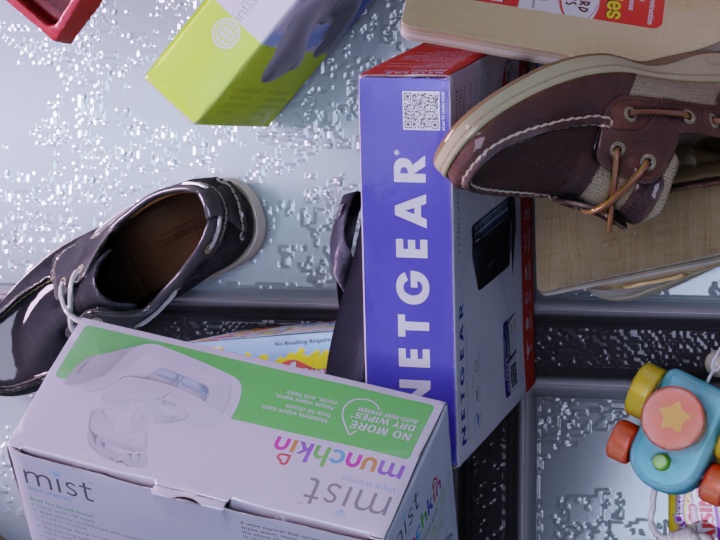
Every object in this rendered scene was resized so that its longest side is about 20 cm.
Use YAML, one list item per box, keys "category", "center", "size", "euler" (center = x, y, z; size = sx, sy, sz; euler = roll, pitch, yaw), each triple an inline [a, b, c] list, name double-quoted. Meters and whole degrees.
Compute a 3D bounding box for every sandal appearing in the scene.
- category: "sandal"
  center: [0.000, 0.000, 1.436]
  size: [0.043, 0.076, 0.201]
  euler: [2, 50, 15]

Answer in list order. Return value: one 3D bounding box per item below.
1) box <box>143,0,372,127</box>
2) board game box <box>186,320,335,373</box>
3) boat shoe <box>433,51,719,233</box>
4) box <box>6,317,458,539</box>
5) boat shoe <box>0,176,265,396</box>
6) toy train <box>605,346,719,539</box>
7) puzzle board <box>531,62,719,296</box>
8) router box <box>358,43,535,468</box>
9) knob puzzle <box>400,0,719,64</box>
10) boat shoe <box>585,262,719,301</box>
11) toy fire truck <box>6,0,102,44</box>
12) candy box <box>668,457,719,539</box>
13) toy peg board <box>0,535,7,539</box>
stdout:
- category: "box"
  center: [-0.022, -0.166, 1.493]
  size: [0.048, 0.122, 0.200]
  euler: [43, 104, 11]
- category: "board game box"
  center: [-0.029, 0.132, 1.517]
  size: [0.103, 0.105, 0.201]
  euler: [-6, 91, 18]
- category: "boat shoe"
  center: [0.128, -0.058, 1.341]
  size: [0.072, 0.199, 0.072]
  euler: [60, 137, 26]
- category: "box"
  center: [-0.059, 0.133, 1.374]
  size: [0.199, 0.097, 0.177]
  euler: [12, 138, 18]
- category: "boat shoe"
  center: [-0.150, 0.008, 1.571]
  size: [0.200, 0.068, 0.072]
  euler: [-32, 84, 18]
- category: "toy train"
  center: [0.225, 0.084, 1.435]
  size: [0.199, 0.056, 0.151]
  euler: [-27, 74, 12]
- category: "puzzle board"
  center: [0.163, -0.089, 1.447]
  size: [0.150, 0.017, 0.201]
  euler: [-12, 60, 23]
- category: "router box"
  center: [0.048, -0.016, 1.432]
  size: [0.049, 0.179, 0.201]
  euler: [2, 103, 16]
- category: "knob puzzle"
  center: [0.131, -0.162, 1.438]
  size: [0.219, 0.220, 0.031]
  euler: [23, 140, 15]
- category: "boat shoe"
  center: [0.198, -0.038, 1.456]
  size: [0.199, 0.069, 0.074]
  euler: [-30, 83, 16]
- category: "toy fire truck"
  center: [-0.105, -0.216, 1.507]
  size: [0.049, 0.141, 0.200]
  euler: [39, 103, 12]
- category: "candy box"
  center: [0.218, 0.182, 1.482]
  size: [0.102, 0.026, 0.201]
  euler: [0, 92, 20]
- category: "toy peg board"
  center: [-0.252, 0.175, 1.530]
  size: [0.199, 0.200, 0.098]
  euler: [33, 84, 13]
